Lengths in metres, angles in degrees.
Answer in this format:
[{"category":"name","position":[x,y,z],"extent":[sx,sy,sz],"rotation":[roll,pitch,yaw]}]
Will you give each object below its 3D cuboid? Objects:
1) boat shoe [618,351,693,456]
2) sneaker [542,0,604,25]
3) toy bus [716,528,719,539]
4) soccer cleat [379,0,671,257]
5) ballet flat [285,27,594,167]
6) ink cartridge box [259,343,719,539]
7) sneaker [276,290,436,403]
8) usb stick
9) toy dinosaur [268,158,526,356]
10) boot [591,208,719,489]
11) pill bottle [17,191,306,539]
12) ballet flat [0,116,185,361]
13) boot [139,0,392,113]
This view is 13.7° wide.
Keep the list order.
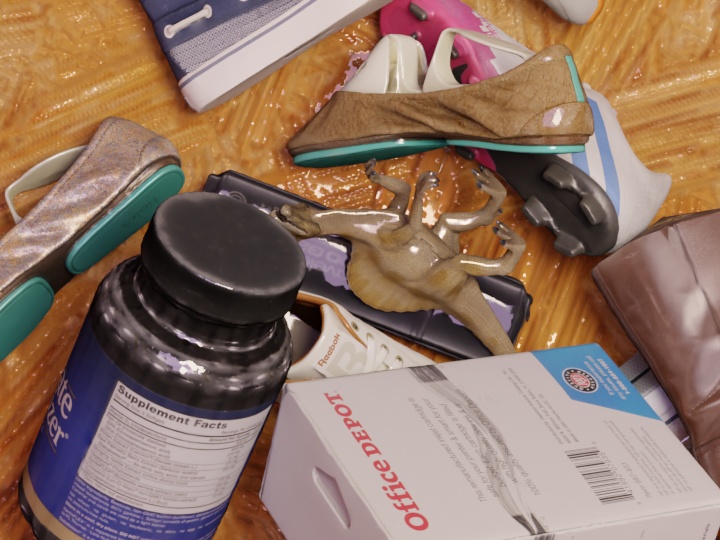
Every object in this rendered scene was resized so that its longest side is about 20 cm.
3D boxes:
[{"category":"boat shoe","position":[0.220,0.044,1.711],"extent":[0.200,0.074,0.067],"rotation":[-35,115,-7]},{"category":"sneaker","position":[0.048,-0.195,1.714],"extent":[0.200,0.076,0.092],"rotation":[40,90,6]},{"category":"toy bus","position":[0.253,0.122,1.685],"extent":[0.200,0.065,0.078],"rotation":[-46,119,-9]},{"category":"soccer cleat","position":[0.094,-0.091,1.711],"extent":[0.200,0.070,0.086],"rotation":[49,47,10]},{"category":"ballet flat","position":[0.042,-0.096,1.652],"extent":[0.068,0.200,0.073],"rotation":[-2,90,-49]},{"category":"ink cartridge box","position":[0.067,0.121,1.588],"extent":[0.199,0.145,0.084],"rotation":[-6,129,-28]},{"category":"sneaker","position":[-0.004,0.065,1.667],"extent":[0.200,0.085,0.073],"rotation":[26,80,-5]},{"category":"usb stick","position":[0.000,0.000,1.701],"extent":[0.199,0.033,0.056],"rotation":[21,92,-4]},{"category":"toy dinosaur","position":[0.044,-0.005,1.660],"extent":[0.200,0.058,0.101],"rotation":[35,121,-20]},{"category":"boot","position":[0.243,0.036,1.635],"extent":[0.186,0.064,0.200],"rotation":[-22,71,-2]},{"category":"pill bottle","position":[-0.102,0.062,1.595],"extent":[0.112,0.112,0.200],"rotation":[23,121,-3]},{"category":"ballet flat","position":[-0.187,-0.011,1.673],"extent":[0.200,0.068,0.067],"rotation":[-42,70,-14]},{"category":"boot","position":[-0.034,-0.174,1.669],"extent":[0.200,0.073,0.091],"rotation":[-30,88,15]}]
